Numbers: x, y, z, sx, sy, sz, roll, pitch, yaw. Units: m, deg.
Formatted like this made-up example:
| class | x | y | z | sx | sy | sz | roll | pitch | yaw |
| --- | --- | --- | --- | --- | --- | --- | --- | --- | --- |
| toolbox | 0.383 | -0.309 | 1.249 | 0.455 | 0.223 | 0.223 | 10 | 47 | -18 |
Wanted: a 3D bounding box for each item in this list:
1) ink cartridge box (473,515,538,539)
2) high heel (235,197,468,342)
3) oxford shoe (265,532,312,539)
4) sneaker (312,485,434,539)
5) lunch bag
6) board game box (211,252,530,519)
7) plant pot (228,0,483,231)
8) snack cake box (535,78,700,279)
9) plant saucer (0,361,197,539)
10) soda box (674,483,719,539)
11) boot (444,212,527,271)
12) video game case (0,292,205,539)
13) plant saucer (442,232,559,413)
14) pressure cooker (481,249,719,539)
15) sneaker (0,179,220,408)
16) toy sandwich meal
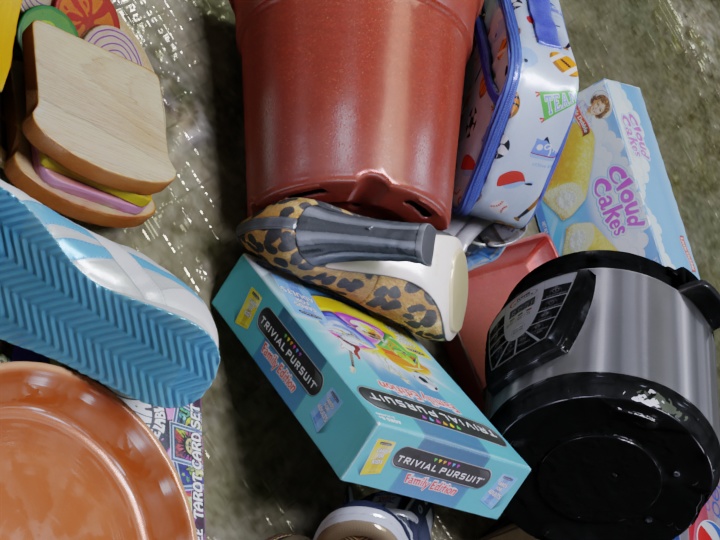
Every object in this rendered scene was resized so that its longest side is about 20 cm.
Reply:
| class | x | y | z | sx | sy | sz | roll | pitch | yaw |
| --- | --- | --- | --- | --- | --- | --- | --- | --- | --- |
| ink cartridge box | 0.189 | 0.269 | 1.196 | 0.164 | 0.075 | 0.201 | -20 | 83 | -52 |
| high heel | 0.000 | 0.000 | 1.094 | 0.200 | 0.141 | 0.072 | 54 | 45 | -65 |
| oxford shoe | -0.060 | 0.227 | 0.923 | 0.071 | 0.075 | 0.200 | 52 | 37 | -12 |
| sneaker | 0.009 | 0.170 | 0.985 | 0.201 | 0.069 | 0.109 | 80 | 15 | -54 |
| lunch bag | 0.114 | -0.141 | 1.186 | 0.075 | 0.161 | 0.201 | 10 | 34 | -9 |
| board game box | 0.005 | 0.077 | 1.033 | 0.150 | 0.047 | 0.200 | 21 | 18 | -42 |
| plant pot | -0.005 | -0.122 | 1.125 | 0.200 | 0.200 | 0.197 | 22 | 60 | -41 |
| snack cake box | 0.228 | -0.062 | 1.417 | 0.067 | 0.115 | 0.202 | 6 | 63 | -48 |
| plant saucer | -0.173 | 0.149 | 0.817 | 0.199 | 0.032 | 0.202 | 25 | 53 | -37 |
| soda box | 0.249 | 0.201 | 1.192 | 0.063 | 0.070 | 0.201 | 34 | 44 | -30 |
| boot | 0.099 | -0.050 | 1.258 | 0.095 | 0.074 | 0.200 | 26 | 37 | 25 |
| video game case | -0.173 | 0.084 | 0.910 | 0.180 | 0.036 | 0.202 | 21 | 53 | -40 |
| plant saucer | 0.139 | 0.077 | 1.289 | 0.199 | 0.037 | 0.201 | -14 | 79 | -54 |
| pressure cooker | 0.177 | 0.086 | 1.123 | 0.174 | 0.180 | 0.201 | 8 | 40 | 5 |
| sneaker | -0.173 | 0.007 | 0.877 | 0.199 | 0.077 | 0.081 | 35 | 10 | -14 |
| toy sandwich meal | -0.189 | -0.129 | 0.994 | 0.204 | 0.070 | 0.207 | 28 | 48 | -37 |
